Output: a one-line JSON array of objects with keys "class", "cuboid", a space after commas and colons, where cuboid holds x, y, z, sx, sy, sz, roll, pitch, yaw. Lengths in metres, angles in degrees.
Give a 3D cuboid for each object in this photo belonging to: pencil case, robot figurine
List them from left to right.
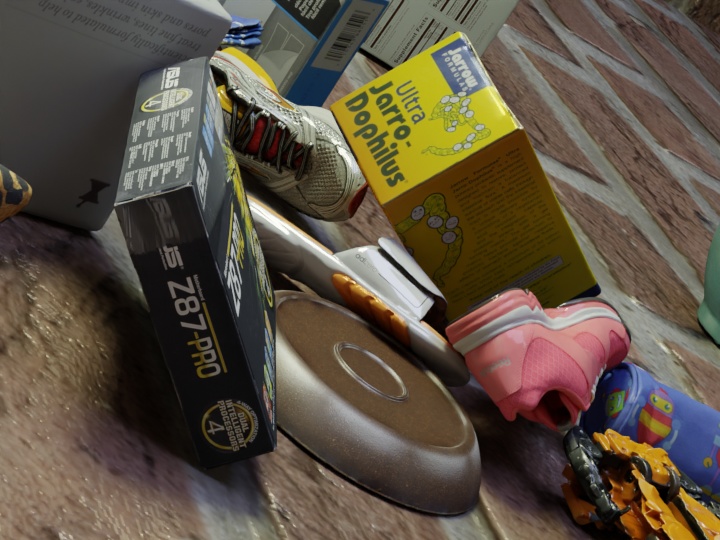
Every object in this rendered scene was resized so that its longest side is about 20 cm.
[{"class": "robot figurine", "cuboid": [0.198, 0.178, 1.388, 0.144, 0.058, 0.200, 23, 22, -37]}, {"class": "pencil case", "cuboid": [0.243, 0.140, 1.543, 0.199, 0.087, 0.078, 30, 60, -17]}]

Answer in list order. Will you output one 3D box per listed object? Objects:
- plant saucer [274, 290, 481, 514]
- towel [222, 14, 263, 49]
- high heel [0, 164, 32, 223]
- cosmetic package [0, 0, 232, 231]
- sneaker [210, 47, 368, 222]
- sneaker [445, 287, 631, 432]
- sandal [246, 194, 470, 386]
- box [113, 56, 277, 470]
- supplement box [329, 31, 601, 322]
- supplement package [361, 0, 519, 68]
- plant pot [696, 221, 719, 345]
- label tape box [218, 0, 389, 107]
[{"class": "plant saucer", "cuboid": [0.000, 0.073, 1.337, 0.200, 0.032, 0.200, 33, 17, -11]}, {"class": "towel", "cuboid": [-0.184, -0.206, 1.634, 0.144, 0.024, 0.199, 26, 16, 38]}, {"class": "high heel", "cuboid": [-0.214, -0.002, 1.039, 0.199, 0.072, 0.142, -9, 38, -43]}, {"class": "cosmetic package", "cuboid": [-0.215, -0.159, 1.305, 0.164, 0.165, 0.200, 17, 25, -44]}, {"class": "sneaker", "cuboid": [-0.076, -0.097, 1.583, 0.200, 0.078, 0.082, 34, 19, 27]}, {"class": "sneaker", "cuboid": [0.126, 0.069, 1.441, 0.200, 0.074, 0.087, 7, 57, -57]}, {"class": "sandal", "cuboid": [0.000, -0.003, 1.437, 0.206, 0.059, 0.079, 37, -17, 7]}, {"class": "box", "cuboid": [-0.088, -0.009, 1.197, 0.200, 0.049, 0.162, -94, 167, -66]}, {"class": "supplement box", "cuboid": [0.076, -0.048, 1.515, 0.200, 0.109, 0.109, 58, 3, -48]}, {"class": "supplement package", "cuboid": [0.038, -0.308, 2.203, 0.199, 0.147, 0.191, 30, 18, -17]}, {"class": "plant pot", "cuboid": [0.404, 0.025, 2.049, 0.200, 0.134, 0.201, 33, 18, -12]}, {"class": "label tape box", "cuboid": [-0.092, -0.219, 1.733, 0.200, 0.145, 0.063, 43, 21, 26]}]
